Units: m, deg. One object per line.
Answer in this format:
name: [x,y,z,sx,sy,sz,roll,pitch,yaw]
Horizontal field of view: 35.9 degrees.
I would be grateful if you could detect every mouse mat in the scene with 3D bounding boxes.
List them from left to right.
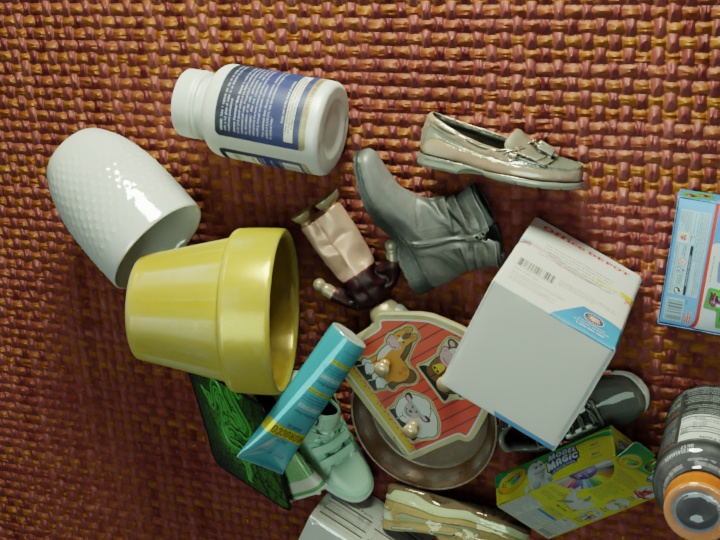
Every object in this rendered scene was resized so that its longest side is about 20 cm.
mouse mat: [-0.164,0.227,1.504,0.159,0.008,0.203,23,136,37]

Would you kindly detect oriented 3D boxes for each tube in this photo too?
tube: [-0.069,0.159,1.362,0.077,0.050,0.201,29,99,-33]

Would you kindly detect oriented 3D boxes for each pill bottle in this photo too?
pill bottle: [-0.122,-0.186,1.330,0.197,0.111,0.113,13,114,17]
pill bottle: [0.379,0.215,1.225,0.104,0.200,0.108,8,113,19]

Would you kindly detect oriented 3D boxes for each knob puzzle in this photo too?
knob puzzle: [0.078,0.135,1.362,0.216,0.030,0.223,10,119,19]

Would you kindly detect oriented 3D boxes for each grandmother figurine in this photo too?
grandmother figurine: [0.000,0.000,1.384,0.120,0.061,0.202,-27,101,27]

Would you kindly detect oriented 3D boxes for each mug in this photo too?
mug: [-0.320,-0.078,1.448,0.175,0.147,0.201,45,150,13]

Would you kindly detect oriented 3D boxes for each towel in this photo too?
towel: [-0.130,0.224,1.498,0.201,0.023,0.152,53,154,-1]

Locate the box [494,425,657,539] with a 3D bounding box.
box: [0.273,0.253,1.337,0.198,0.049,0.117,-29,131,32]

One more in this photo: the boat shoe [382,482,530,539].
boat shoe: [0.122,0.337,1.443,0.197,0.071,0.078,12,84,25]

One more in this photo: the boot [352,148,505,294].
boot: [0.085,-0.078,1.318,0.130,0.070,0.202,-23,111,26]

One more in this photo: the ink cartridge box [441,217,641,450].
ink cartridge box: [0.206,0.064,1.239,0.145,0.200,0.148,30,120,9]

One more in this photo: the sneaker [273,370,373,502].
sneaker: [-0.041,0.219,1.443,0.202,0.073,0.118,55,162,-3]

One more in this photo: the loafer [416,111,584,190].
loafer: [0.158,-0.136,1.261,0.197,0.072,0.064,11,107,21]

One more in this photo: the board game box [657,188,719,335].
board game box: [0.436,0.002,1.214,0.197,0.037,0.154,11,113,19]

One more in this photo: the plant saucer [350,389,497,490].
plant saucer: [0.084,0.185,1.431,0.197,0.034,0.204,9,113,20]

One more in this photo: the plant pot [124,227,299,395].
plant pot: [-0.182,0.048,1.375,0.185,0.201,0.204,1,111,8]

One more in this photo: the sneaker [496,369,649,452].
sneaker: [0.252,0.184,1.333,0.198,0.082,0.078,-23,100,28]

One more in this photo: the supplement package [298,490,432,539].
supplement package: [-0.019,0.418,1.518,0.154,0.111,0.202,30,119,10]
